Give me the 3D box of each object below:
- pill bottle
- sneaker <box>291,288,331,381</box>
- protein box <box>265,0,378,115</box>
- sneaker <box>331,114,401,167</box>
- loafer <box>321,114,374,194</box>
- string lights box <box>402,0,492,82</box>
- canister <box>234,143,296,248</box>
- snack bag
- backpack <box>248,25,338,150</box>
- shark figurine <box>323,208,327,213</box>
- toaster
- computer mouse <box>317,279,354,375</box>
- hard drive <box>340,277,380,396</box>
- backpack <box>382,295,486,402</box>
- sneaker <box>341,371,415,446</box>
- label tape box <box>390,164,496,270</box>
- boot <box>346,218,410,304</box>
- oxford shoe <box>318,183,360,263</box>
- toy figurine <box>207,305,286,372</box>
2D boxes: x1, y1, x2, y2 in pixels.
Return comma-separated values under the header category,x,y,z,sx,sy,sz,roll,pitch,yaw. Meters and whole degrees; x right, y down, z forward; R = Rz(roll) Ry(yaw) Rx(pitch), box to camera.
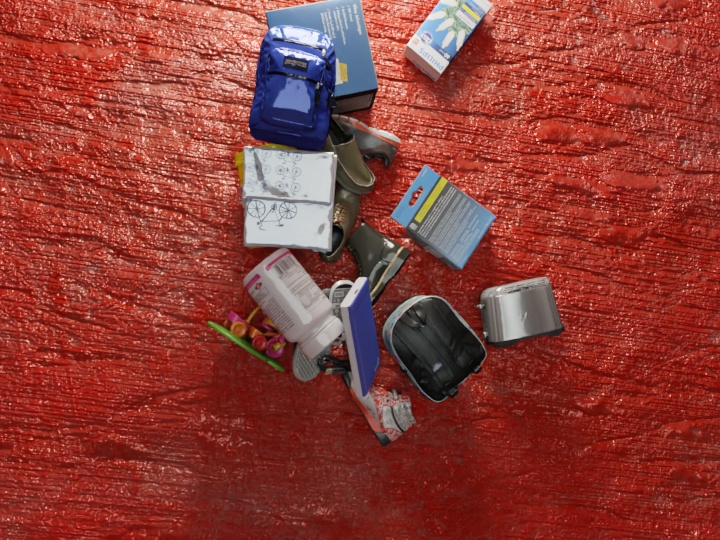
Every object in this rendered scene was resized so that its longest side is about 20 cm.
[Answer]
category,x,y,z,sx,sy,sz,roll,pitch,yaw
pill bottle,-0.127,0.066,1.023,0.113,0.113,0.201,-39,89,-5
sneaker,-0.102,0.138,1.139,0.078,0.079,0.202,26,76,-26
protein box,-0.082,-0.446,1.127,0.197,0.135,0.201,-13,91,-5
sneaker,-0.011,-0.285,1.165,0.198,0.077,0.083,18,94,-4
loafer,-0.036,-0.249,1.120,0.200,0.069,0.075,46,50,-14
string lights box,0.197,-0.546,1.194,0.102,0.059,0.201,37,86,-5
canister,-0.190,-0.154,1.112,0.147,0.086,0.203,-5,93,38
snack bag,-0.143,-0.139,1.041,0.186,0.021,0.203,3,94,-10
backpack,-0.116,-0.346,0.977,0.160,0.168,0.203,10,87,-12
shark figurine,-0.102,-0.186,1.165,0.089,0.128,0.217,9,61,-34
toaster,0.361,0.091,1.173,0.197,0.114,0.131,-11,88,-4
computer mouse,-0.040,0.119,1.109,0.108,0.044,0.203,-1,97,-28
hard drive,0.003,0.134,1.071,0.025,0.132,0.203,-2,113,18
backpack,0.148,0.154,1.132,0.177,0.150,0.201,-41,100,-7
sneaker,0.043,0.277,1.164,0.107,0.067,0.203,-32,95,-6
label tape box,0.181,-0.117,1.183,0.199,0.063,0.145,36,87,-4
boot,0.000,0.000,1.170,0.138,0.077,0.201,37,84,8
oxford shoe,-0.041,-0.114,1.156,0.070,0.075,0.203,13,87,-3
toy figurine,-0.193,0.091,1.125,0.199,0.150,0.185,39,76,-25
